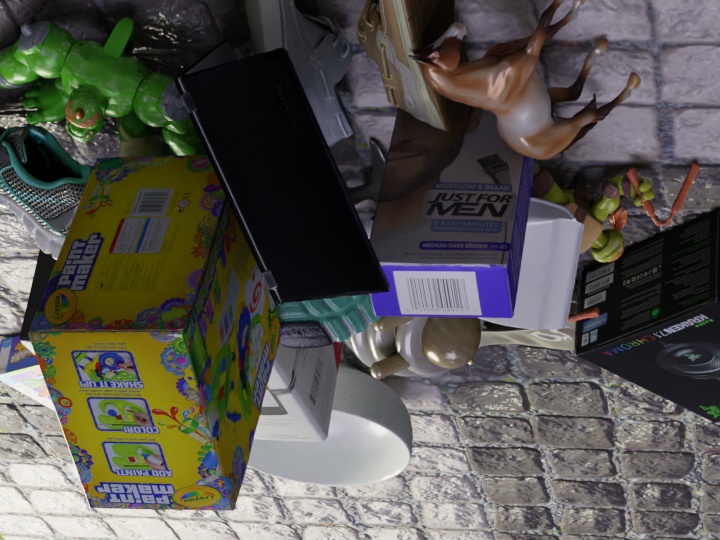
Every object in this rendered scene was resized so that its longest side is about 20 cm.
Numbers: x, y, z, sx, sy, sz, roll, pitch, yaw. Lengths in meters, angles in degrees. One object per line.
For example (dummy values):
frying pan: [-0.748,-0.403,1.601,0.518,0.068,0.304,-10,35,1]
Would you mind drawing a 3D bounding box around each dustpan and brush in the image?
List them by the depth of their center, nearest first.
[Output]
dustpan and brush: [0.073,-0.016,1.633,0.200,0.057,0.140,2,137,-2]

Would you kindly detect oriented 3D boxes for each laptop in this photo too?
laptop: [-0.044,-0.083,1.491,0.116,0.200,0.188,-19,104,18]

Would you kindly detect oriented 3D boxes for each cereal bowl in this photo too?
cereal bowl: [-0.040,0.149,2.081,0.200,0.083,0.200,6,152,3]

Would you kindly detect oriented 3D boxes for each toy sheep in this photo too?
toy sheep: [0.034,0.030,1.787,0.200,0.138,0.138,37,176,42]

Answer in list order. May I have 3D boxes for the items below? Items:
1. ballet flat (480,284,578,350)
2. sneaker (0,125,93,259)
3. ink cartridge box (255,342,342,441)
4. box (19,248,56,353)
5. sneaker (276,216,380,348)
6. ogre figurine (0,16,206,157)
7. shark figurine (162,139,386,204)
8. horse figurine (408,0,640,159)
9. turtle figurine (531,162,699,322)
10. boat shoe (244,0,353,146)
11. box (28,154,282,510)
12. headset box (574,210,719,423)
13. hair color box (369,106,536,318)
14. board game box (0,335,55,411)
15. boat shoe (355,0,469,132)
ballet flat: [0.127,0.035,1.856,0.200,0.070,0.070,0,152,0]
sneaker: [-0.283,-0.093,1.665,0.200,0.078,0.091,31,141,21]
ink cartridge box: [-0.084,0.051,1.846,0.083,0.145,0.200,1,151,17]
box: [-0.203,0.042,1.854,0.124,0.149,0.200,-4,149,22]
sneaker: [0.000,0.000,1.710,0.200,0.088,0.075,-27,109,-4]
ogre figurine: [-0.204,-0.140,1.582,0.200,0.098,0.120,42,161,9]
shark figurine: [-0.068,-0.049,1.723,0.214,0.090,0.128,6,153,7]
horse figurine: [0.132,-0.137,1.487,0.133,0.050,0.200,-42,143,-1]
turtle figurine: [0.173,-0.051,1.678,0.161,0.064,0.200,28,121,-28]
boat shoe: [-0.042,-0.164,1.538,0.071,0.070,0.201,-17,146,-3]
box: [-0.150,0.048,1.546,0.122,0.200,0.193,-1,131,13]
headset box: [0.323,0.049,1.800,0.200,0.093,0.174,26,147,-32]
hair color box: [0.073,-0.056,1.547,0.109,0.200,0.065,1,135,12]
board game box: [-0.267,0.121,2.125,0.134,0.045,0.200,-15,144,35]
boat shoe: [0.032,-0.175,1.479,0.066,0.074,0.200,15,149,22]
